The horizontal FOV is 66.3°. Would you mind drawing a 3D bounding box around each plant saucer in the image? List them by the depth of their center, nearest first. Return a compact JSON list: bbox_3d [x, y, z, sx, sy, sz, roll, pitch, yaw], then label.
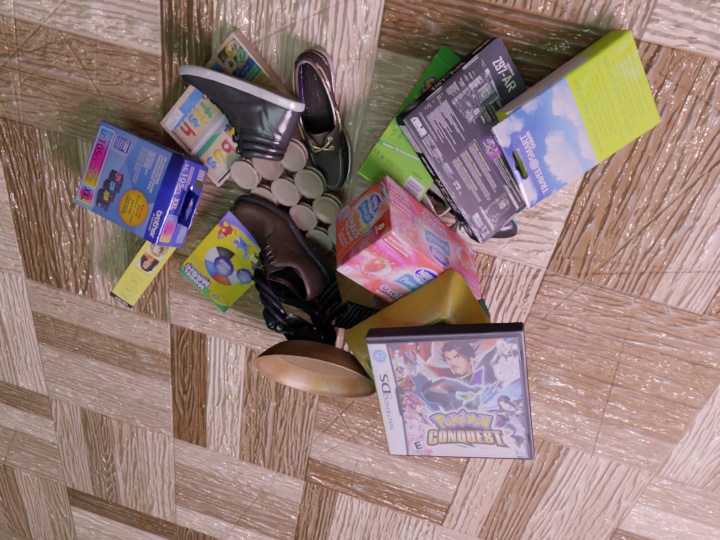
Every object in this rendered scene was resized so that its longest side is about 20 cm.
[{"bbox_3d":[0.096,0.133,0.735,0.197,0.049,0.202,-31,101,26],"label":"plant saucer"},{"bbox_3d":[-0.066,0.149,0.843,0.193,0.037,0.202,10,154,5],"label":"plant saucer"}]

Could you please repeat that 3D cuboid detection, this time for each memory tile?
[{"bbox_3d":[-0.102,-0.106,0.865,0.149,0.017,0.202,-12,124,34],"label":"memory tile"}]

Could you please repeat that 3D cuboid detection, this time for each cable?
[{"bbox_3d":[-0.110,0.073,0.915,0.051,0.199,0.164,-45,59,7],"label":"cable"}]

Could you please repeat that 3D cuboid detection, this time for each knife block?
[{"bbox_3d":[0.000,0.000,0.893,0.062,0.173,0.208,11,92,-38],"label":"knife block"}]

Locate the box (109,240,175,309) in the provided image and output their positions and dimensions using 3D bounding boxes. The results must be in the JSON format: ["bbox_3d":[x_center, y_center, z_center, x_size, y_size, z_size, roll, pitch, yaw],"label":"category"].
[{"bbox_3d":[-0.372,-0.022,0.979,0.050,0.076,0.200,35,122,-18],"label":"box"}]

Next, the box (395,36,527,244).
[{"bbox_3d":[0.162,-0.166,0.725,0.159,0.044,0.202,-39,109,-1],"label":"box"}]

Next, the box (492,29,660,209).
[{"bbox_3d":[0.262,-0.185,0.687,0.197,0.048,0.124,-33,110,3],"label":"box"}]

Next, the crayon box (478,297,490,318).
[{"bbox_3d":[0.138,0.130,0.855,0.122,0.203,0.052,-20,119,24],"label":"crayon box"}]

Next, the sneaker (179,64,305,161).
[{"bbox_3d":[-0.176,-0.214,0.764,0.195,0.071,0.102,23,109,12],"label":"sneaker"}]

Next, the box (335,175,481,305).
[{"bbox_3d":[0.066,-0.019,0.746,0.101,0.097,0.198,-30,135,31],"label":"box"}]

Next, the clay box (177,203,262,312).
[{"bbox_3d":[-0.234,-0.012,0.964,0.115,0.048,0.199,43,120,-12],"label":"clay box"}]

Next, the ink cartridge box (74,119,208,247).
[{"bbox_3d":[-0.326,-0.126,0.855,0.195,0.076,0.141,24,96,12],"label":"ink cartridge box"}]

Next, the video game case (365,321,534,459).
[{"bbox_3d":[0.114,0.156,0.697,0.193,0.026,0.187,-4,112,19],"label":"video game case"}]

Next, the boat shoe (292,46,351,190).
[{"bbox_3d":[-0.057,-0.207,0.794,0.069,0.060,0.206,0,120,14],"label":"boat shoe"}]

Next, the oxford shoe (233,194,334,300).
[{"bbox_3d":[-0.132,-0.036,0.864,0.199,0.085,0.073,44,139,1],"label":"oxford shoe"}]

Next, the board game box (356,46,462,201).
[{"bbox_3d":[0.088,-0.188,0.746,0.094,0.030,0.202,35,97,-9],"label":"board game box"}]

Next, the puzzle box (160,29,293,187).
[{"bbox_3d":[-0.201,-0.237,0.836,0.198,0.026,0.133,-36,106,29],"label":"puzzle box"}]

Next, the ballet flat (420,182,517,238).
[{"bbox_3d":[0.138,-0.092,0.803,0.198,0.069,0.068,37,163,-4],"label":"ballet flat"}]

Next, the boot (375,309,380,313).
[{"bbox_3d":[0.053,0.092,0.899,0.067,0.132,0.201,35,123,-10],"label":"boot"}]
